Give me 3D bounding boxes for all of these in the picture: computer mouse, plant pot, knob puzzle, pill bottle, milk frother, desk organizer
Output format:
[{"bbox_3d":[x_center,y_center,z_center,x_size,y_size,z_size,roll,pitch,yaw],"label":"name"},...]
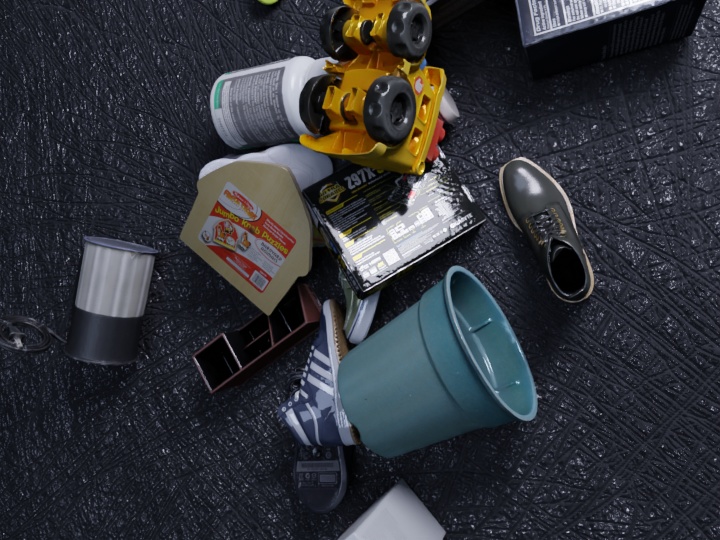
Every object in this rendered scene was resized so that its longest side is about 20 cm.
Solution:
[{"bbox_3d":[-0.046,0.246,0.862,0.136,0.053,0.204,-3,76,22],"label":"computer mouse"},{"bbox_3d":[0.087,0.131,0.744,0.195,0.199,0.202,-32,78,24],"label":"plant pot"},{"bbox_3d":[-0.142,-0.065,0.809,0.216,0.030,0.223,9,114,19],"label":"knob puzzle"},{"bbox_3d":[-0.109,-0.241,0.843,0.197,0.113,0.115,0,89,30],"label":"pill bottle"},{"bbox_3d":[-0.452,0.041,0.937,0.178,0.199,0.191,13,93,24],"label":"milk frother"},{"bbox_3d":[-0.151,0.102,0.885,0.199,0.077,0.072,-37,77,16],"label":"desk organizer"}]

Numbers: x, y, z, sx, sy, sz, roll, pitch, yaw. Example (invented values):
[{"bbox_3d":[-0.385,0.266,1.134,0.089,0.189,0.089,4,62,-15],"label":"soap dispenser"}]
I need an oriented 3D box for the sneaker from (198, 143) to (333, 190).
[{"bbox_3d":[-0.146,-0.151,0.889,0.197,0.114,0.077,-10,107,-14],"label":"sneaker"}]

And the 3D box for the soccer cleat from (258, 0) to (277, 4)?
[{"bbox_3d":[-0.135,-0.515,0.911,0.083,0.064,0.204,18,101,49],"label":"soccer cleat"}]

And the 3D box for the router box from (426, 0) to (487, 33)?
[{"bbox_3d":[0.080,-0.382,0.730,0.198,0.052,0.160,-15,75,41],"label":"router box"}]

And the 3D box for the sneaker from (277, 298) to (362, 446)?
[{"bbox_3d":[-0.063,0.147,0.826,0.107,0.070,0.203,-14,75,18],"label":"sneaker"}]

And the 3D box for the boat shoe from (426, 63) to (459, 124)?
[{"bbox_3d":[0.054,-0.264,0.825,0.092,0.074,0.202,-38,69,22],"label":"boat shoe"}]

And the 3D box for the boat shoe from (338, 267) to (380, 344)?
[{"bbox_3d":[0.000,0.000,0.824,0.061,0.072,0.203,13,80,-4],"label":"boat shoe"}]

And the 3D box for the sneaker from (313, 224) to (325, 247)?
[{"bbox_3d":[-0.100,-0.070,0.863,0.197,0.090,0.079,-15,82,18],"label":"sneaker"}]

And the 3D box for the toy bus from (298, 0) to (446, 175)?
[{"bbox_3d":[0.043,-0.215,0.712,0.135,0.191,0.203,16,92,41],"label":"toy bus"}]

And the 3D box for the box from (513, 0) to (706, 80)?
[{"bbox_3d":[0.282,-0.369,0.707,0.195,0.123,0.204,-10,83,20],"label":"box"}]

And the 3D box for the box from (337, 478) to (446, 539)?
[{"bbox_3d":[0.017,0.372,0.751,0.125,0.200,0.098,-47,75,14],"label":"box"}]

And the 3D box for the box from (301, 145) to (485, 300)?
[{"bbox_3d":[0.044,-0.079,0.786,0.198,0.049,0.161,-30,77,-12],"label":"box"}]

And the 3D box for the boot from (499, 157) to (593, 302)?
[{"bbox_3d":[0.228,-0.058,0.714,0.077,0.138,0.202,-32,77,17],"label":"boot"}]
